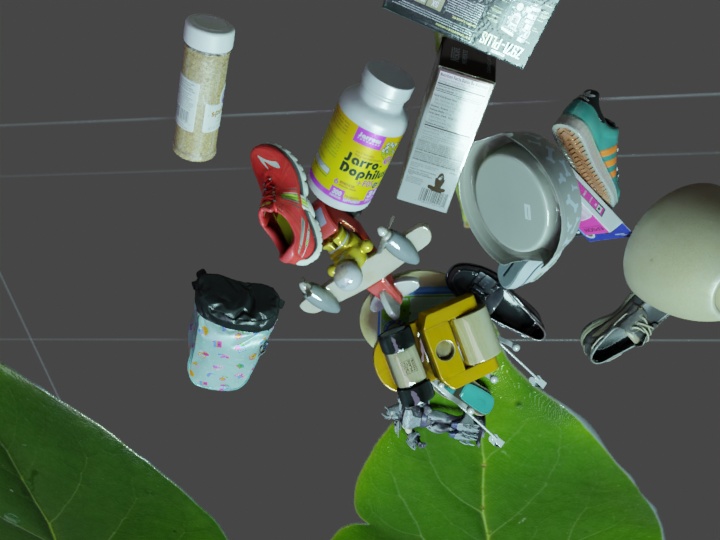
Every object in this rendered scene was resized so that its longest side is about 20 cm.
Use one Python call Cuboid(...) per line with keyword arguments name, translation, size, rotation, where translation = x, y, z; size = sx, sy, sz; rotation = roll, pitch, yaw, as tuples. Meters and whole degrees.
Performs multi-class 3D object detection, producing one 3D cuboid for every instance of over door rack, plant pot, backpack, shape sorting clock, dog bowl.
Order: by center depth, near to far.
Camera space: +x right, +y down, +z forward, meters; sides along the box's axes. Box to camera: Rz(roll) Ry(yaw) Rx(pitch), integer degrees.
Cuboid(name="dog bowl", translation=(0.224, -0.101, 1.019), size=(0.058, 0.200, 0.202), rotation=(-25, 131, -26))
Cuboid(name="plant pot", translation=(0.502, -0.006, 1.046), size=(0.197, 0.135, 0.203), rotation=(-7, 120, -12))
Cuboid(name="shape sorting clock", translation=(0.097, 0.079, 1.260), size=(0.197, 0.039, 0.202), rotation=(-2, 123, -3))
Cuboid(name="over door rack", translation=(0.233, 0.198, 1.269), size=(0.200, 0.066, 0.148), rotation=(44, 78, -23))
Cuboid(name="backpack", translation=(-0.236, 0.112, 1.278), size=(0.165, 0.127, 0.201), rotation=(18, 130, -10))

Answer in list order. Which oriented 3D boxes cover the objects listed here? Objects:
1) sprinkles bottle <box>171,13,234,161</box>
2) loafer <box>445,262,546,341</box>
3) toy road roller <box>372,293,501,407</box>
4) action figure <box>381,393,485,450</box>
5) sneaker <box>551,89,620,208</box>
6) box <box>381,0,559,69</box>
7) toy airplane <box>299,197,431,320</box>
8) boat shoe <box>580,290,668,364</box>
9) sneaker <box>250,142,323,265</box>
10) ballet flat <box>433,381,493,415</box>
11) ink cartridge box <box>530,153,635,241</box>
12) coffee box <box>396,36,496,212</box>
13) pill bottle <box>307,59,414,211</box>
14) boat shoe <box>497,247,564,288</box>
Cuboid(name="sprinkles bottle", translation=(-0.226, -0.256, 1.038), size=(0.067, 0.069, 0.202), rotation=(15, 127, -4))
Cuboid(name="loafer", translation=(0.230, 0.053, 1.200), size=(0.199, 0.063, 0.072), rotation=(32, 100, -19))
Cuboid(name="toy road roller", translation=(0.115, 0.123, 1.185), size=(0.198, 0.146, 0.124), rotation=(-22, 95, -7))
Cuboid(name="action figure", translation=(0.137, 0.287, 1.394), size=(0.197, 0.070, 0.131), rotation=(9, 132, 5))
Cuboid(name="sneaker", translation=(0.336, -0.167, 1.026), size=(0.080, 0.071, 0.200), rotation=(-52, 137, -9))
Cuboid(name="box", translation=(0.148, -0.370, 0.892), size=(0.198, 0.087, 0.165), rotation=(20, 126, -7))
Cuboid(name="toy airplane", translation=(0.000, 0.000, 1.128), size=(0.196, 0.141, 0.203), rotation=(14, 117, 11))
Cuboid(name="boat shoe", translation=(0.454, 0.092, 1.201), size=(0.074, 0.074, 0.200), rotation=(33, 124, -17))
Cuboid(name="sneaker", translation=(-0.120, -0.102, 1.079), size=(0.077, 0.084, 0.202), rotation=(-34, 75, 36))
Cuboid(name="ballet flat", translation=(0.162, 0.203, 1.319), size=(0.200, 0.068, 0.067), rotation=(44, 164, -31))
Cuboid(name="ink cartridge box", translation=(0.307, -0.098, 1.077), size=(0.199, 0.037, 0.094), rotation=(38, 161, -21))
Cuboid(name="coffee box", translation=(0.117, -0.199, 1.006), size=(0.079, 0.115, 0.202), rotation=(16, 126, -2))
Cuboid(name="pill bottle", translation=(0.003, -0.190, 1.034), size=(0.103, 0.105, 0.201), rotation=(21, 126, -8))
Cuboid(name="boat shoe", translation=(0.277, -0.042, 1.120), size=(0.066, 0.074, 0.200), rotation=(-8, 155, -22))
